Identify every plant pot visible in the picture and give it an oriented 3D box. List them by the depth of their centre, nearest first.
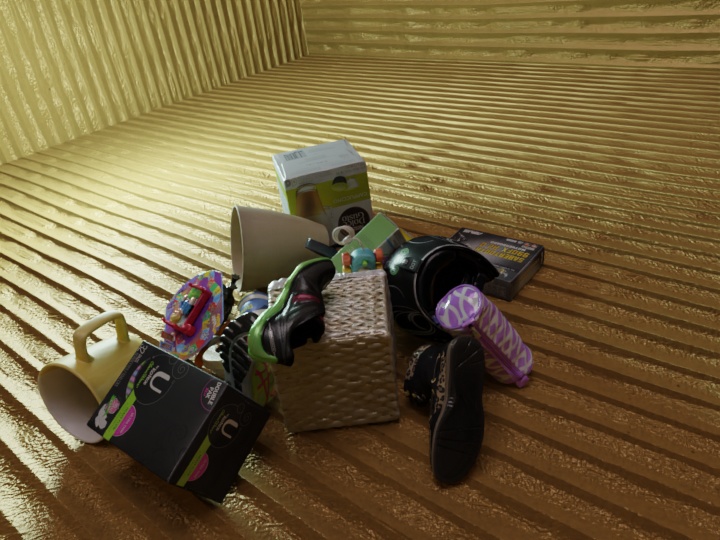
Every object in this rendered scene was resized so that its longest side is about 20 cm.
[{"bbox_3d":[-0.176,-0.052,1.309,0.199,0.188,0.187,-3,28,-20],"label":"plant pot"}]

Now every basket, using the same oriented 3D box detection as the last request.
[{"bbox_3d":[-0.042,0.128,0.937,0.199,0.199,0.161,-6,33,3],"label":"basket"}]

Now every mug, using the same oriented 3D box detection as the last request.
[{"bbox_3d":[-0.418,0.174,0.991,0.149,0.187,0.153,46,35,2],"label":"mug"}]

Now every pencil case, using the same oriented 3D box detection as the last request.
[{"bbox_3d":[0.197,0.103,0.921,0.084,0.200,0.086,-44,37,6],"label":"pencil case"}]

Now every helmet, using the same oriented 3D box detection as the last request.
[{"bbox_3d":[0.132,0.033,1.042,0.199,0.201,0.191,-18,3,-15],"label":"helmet"}]

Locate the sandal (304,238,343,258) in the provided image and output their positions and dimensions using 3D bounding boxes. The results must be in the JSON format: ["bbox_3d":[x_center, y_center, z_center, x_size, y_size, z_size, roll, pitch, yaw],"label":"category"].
[{"bbox_3d":[-0.037,-0.034,1.226,0.076,0.043,0.200,20,-4,30],"label":"sandal"}]

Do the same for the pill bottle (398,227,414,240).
[{"bbox_3d":[0.079,-0.022,1.232,0.114,0.115,0.200,-19,32,-17],"label":"pill bottle"}]

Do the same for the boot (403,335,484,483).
[{"bbox_3d":[0.117,0.198,0.875,0.073,0.201,0.151,9,-9,-17],"label":"boot"}]

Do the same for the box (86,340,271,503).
[{"bbox_3d":[-0.264,0.218,0.865,0.199,0.124,0.149,17,68,34],"label":"box"}]

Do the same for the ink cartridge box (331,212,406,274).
[{"bbox_3d":[0.000,0.000,1.092,0.200,0.104,0.059,-43,54,-2],"label":"ink cartridge box"}]

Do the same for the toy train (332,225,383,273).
[{"bbox_3d":[-0.047,0.028,0.998,0.200,0.150,0.056,-48,32,22],"label":"toy train"}]

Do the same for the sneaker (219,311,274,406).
[{"bbox_3d":[-0.170,0.146,0.948,0.090,0.201,0.078,-20,43,-42],"label":"sneaker"}]

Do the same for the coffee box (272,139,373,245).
[{"bbox_3d":[-0.092,-0.185,1.459,0.199,0.199,0.200,-14,30,-10],"label":"coffee box"}]

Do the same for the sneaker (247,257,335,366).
[{"bbox_3d":[-0.081,0.061,0.829,0.083,0.077,0.200,22,49,11],"label":"sneaker"}]

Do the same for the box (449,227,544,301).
[{"bbox_3d":[0.261,-0.019,1.246,0.199,0.049,0.158,17,39,36],"label":"box"}]

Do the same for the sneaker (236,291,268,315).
[{"bbox_3d":[-0.126,0.103,1.070,0.199,0.074,0.082,14,32,-25],"label":"sneaker"}]

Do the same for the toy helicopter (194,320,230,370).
[{"bbox_3d":[-0.227,0.132,1.117,0.132,0.079,0.200,-5,19,24],"label":"toy helicopter"}]

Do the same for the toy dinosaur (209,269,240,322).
[{"bbox_3d":[-0.289,0.067,1.214,0.077,0.103,0.200,3,34,-30],"label":"toy dinosaur"}]

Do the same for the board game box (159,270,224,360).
[{"bbox_3d":[-0.337,0.077,1.144,0.158,0.039,0.201,-31,46,18],"label":"board game box"}]
